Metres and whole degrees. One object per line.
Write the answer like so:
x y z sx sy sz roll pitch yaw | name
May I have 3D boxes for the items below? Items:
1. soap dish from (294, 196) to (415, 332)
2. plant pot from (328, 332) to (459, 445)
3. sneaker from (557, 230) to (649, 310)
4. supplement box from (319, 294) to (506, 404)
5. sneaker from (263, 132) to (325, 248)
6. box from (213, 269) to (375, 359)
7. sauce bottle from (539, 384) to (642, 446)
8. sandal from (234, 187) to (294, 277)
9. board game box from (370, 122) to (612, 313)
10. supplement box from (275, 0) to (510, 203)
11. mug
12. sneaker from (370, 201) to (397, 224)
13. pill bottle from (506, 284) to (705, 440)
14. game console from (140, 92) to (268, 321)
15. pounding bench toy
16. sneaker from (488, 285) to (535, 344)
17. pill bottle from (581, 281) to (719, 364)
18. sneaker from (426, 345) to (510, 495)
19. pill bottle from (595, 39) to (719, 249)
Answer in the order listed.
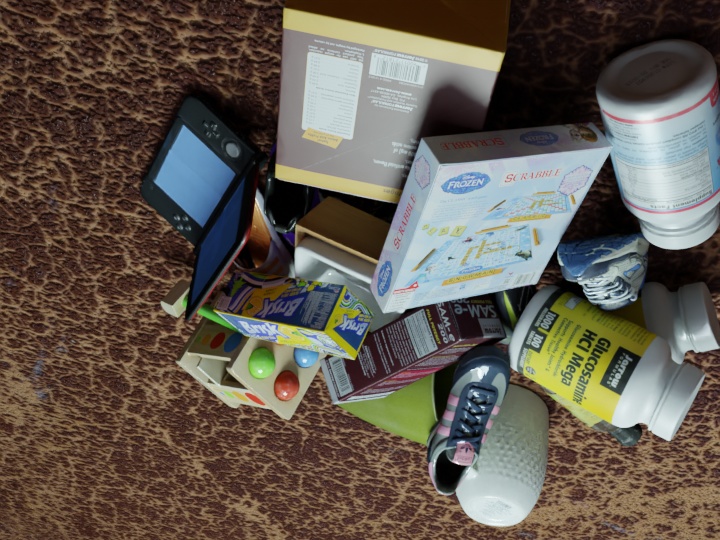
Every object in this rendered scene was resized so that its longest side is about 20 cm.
0.000 0.000 1.006 0.157 0.082 0.200 24 160 5 | soap dish
0.059 0.152 1.175 0.199 0.188 0.187 -2 138 33 | plant pot
0.276 0.004 0.920 0.077 0.200 0.086 -3 94 36 | sneaker
0.061 0.094 1.001 0.199 0.061 0.109 -30 160 32 | supplement box
-0.083 -0.074 1.000 0.069 0.100 0.201 7 142 8 | sneaker
-0.084 0.051 1.020 0.199 0.065 0.070 8 153 42 | box
0.336 0.192 1.214 0.200 0.065 0.065 39 133 -25 | sauce bottle
-0.143 -0.032 1.082 0.079 0.059 0.207 15 142 37 | sandal
0.125 -0.051 0.838 0.199 0.041 0.200 -9 141 -27 | board game box
0.028 -0.186 0.824 0.196 0.133 0.201 12 139 1 | supplement box
0.190 0.269 1.254 0.147 0.176 0.200 -27 125 37 | mug
0.099 -0.065 0.984 0.199 0.076 0.079 -17 122 43 | sneaker
0.278 0.106 0.957 0.199 0.112 0.113 28 145 26 | pill bottle
-0.200 -0.072 0.987 0.172 0.119 0.200 43 134 -1 | game console
-0.166 0.094 1.156 0.155 0.125 0.200 1 142 47 | pounding bench toy
0.178 0.054 1.069 0.080 0.074 0.200 9 158 16 | sneaker
0.337 0.077 1.052 0.199 0.112 0.111 -16 131 28 | pill bottle
0.130 0.182 0.990 0.070 0.082 0.201 12 124 -4 | sneaker
0.308 -0.119 0.843 0.108 0.109 0.200 -8 135 23 | pill bottle
